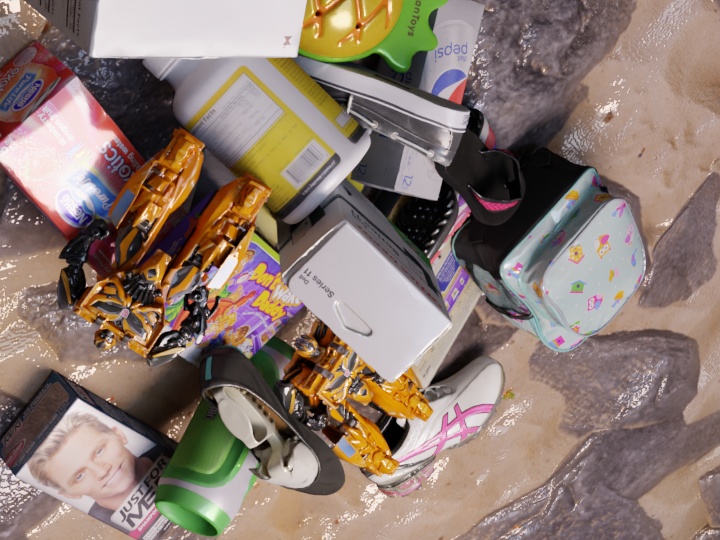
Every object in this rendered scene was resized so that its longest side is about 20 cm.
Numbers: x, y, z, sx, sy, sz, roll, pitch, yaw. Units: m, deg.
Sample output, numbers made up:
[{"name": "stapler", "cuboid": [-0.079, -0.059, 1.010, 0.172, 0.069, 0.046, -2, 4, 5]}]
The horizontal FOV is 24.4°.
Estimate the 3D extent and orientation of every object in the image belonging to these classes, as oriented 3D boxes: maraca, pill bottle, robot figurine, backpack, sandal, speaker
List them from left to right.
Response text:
[{"name": "robot figurine", "cuboid": [-0.172, -0.015, 1.437, 0.145, 0.058, 0.200, 33, 91, -9]}, {"name": "speaker", "cuboid": [-0.130, 0.162, 1.664, 0.088, 0.088, 0.200, 52, 54, -42]}, {"name": "pill bottle", "cuboid": [-0.096, -0.145, 1.492, 0.200, 0.112, 0.112, 44, 86, -6]}, {"name": "maraca", "cuboid": [-0.009, -0.256, 1.529, 0.200, 0.107, 0.137, 13, 94, -27]}, {"name": "robot figurine", "cuboid": [-0.005, 0.122, 1.684, 0.145, 0.058, 0.200, -57, 140, -14]}, {"name": "sandal", "cuboid": [0.131, -0.092, 1.668, 0.200, 0.045, 0.075, 28, 72, -62]}, {"name": "backpack", "cuboid": [0.220, -0.011, 1.821, 0.176, 0.153, 0.200, -50, 143, -13]}]

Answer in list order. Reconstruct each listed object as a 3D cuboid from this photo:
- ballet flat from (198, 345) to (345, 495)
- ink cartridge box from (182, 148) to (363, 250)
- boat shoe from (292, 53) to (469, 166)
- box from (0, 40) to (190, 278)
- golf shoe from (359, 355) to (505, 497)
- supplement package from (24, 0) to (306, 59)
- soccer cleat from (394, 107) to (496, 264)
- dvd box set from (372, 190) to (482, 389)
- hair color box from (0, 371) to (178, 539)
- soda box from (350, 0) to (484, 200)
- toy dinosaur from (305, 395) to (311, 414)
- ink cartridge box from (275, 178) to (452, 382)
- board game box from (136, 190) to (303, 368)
[{"name": "ballet flat", "cuboid": [-0.091, 0.161, 1.591, 0.068, 0.068, 0.200, -31, 112, 25]}, {"name": "ink cartridge box", "cuboid": [-0.095, -0.059, 1.638, 0.197, 0.047, 0.200, 2, 112, -38]}, {"name": "boat shoe", "cuboid": [0.001, -0.154, 1.566, 0.199, 0.074, 0.068, 21, 104, 4]}, {"name": "box", "cuboid": [-0.251, -0.091, 1.470, 0.100, 0.095, 0.200, -42, 132, -7]}, {"name": "golf shoe", "cuboid": [0.081, 0.166, 1.877, 0.200, 0.073, 0.092, -44, 131, -5]}, {"name": "supplement package", "cuboid": [-0.166, -0.274, 1.352, 0.191, 0.200, 0.147, -5, 119, -34]}, {"name": "soccer cleat", "cuboid": [0.092, -0.070, 1.712, 0.073, 0.068, 0.200, 49, 56, -45]}, {"name": "dvd box set", "cuboid": [0.054, 0.010, 1.760, 0.146, 0.029, 0.200, -59, 138, -25]}, {"name": "hair color box", "cuboid": [-0.255, 0.191, 1.659, 0.100, 0.061, 0.200, -52, 132, 1]}, {"name": "soda box", "cuboid": [0.056, -0.174, 1.627, 0.063, 0.068, 0.200, 11, 94, -43]}, {"name": "toy dinosaur", "cuboid": [-0.045, 0.131, 1.786, 0.200, 0.058, 0.101, -23, 151, -41]}, {"name": "ink cartridge box", "cuboid": [0.000, 0.000, 1.543, 0.083, 0.200, 0.147, -44, 106, 10]}, {"name": "board game box", "cuboid": [-0.134, 0.020, 1.569, 0.134, 0.045, 0.200, -45, 152, 1]}]
